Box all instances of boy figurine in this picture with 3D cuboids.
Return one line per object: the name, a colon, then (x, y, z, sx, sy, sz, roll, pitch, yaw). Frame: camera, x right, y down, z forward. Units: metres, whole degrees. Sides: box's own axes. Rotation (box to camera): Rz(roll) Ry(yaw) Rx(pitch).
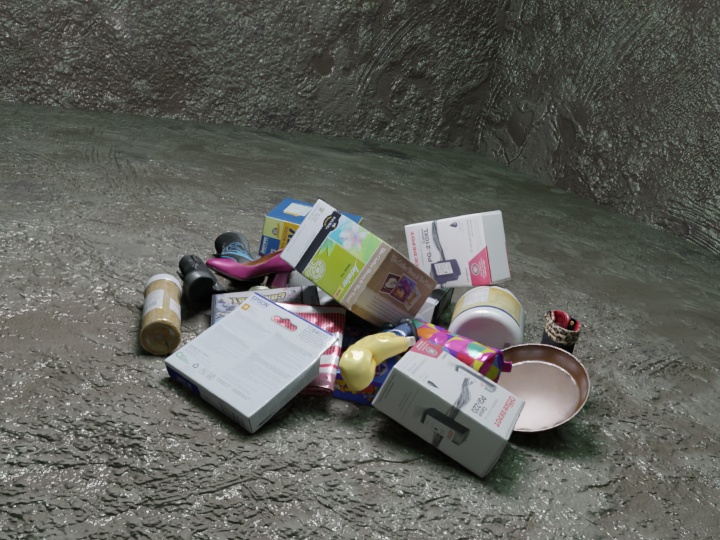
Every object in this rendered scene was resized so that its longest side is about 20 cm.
boy figurine: (0.030, 0.133, 1.229, 0.124, 0.065, 0.200, -18, 7, 29)

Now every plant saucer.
plant saucer: (0.290, 0.206, 1.287, 0.200, 0.035, 0.200, -12, 36, 9)

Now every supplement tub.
supplement tub: (0.248, 0.113, 1.468, 0.144, 0.145, 0.200, 16, 19, 8)

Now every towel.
towel: (-0.103, 0.123, 1.245, 0.144, 0.023, 0.200, 3, 39, 5)

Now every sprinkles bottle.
sprinkles bottle: (-0.347, 0.073, 1.314, 0.068, 0.068, 0.200, 7, 20, -16)

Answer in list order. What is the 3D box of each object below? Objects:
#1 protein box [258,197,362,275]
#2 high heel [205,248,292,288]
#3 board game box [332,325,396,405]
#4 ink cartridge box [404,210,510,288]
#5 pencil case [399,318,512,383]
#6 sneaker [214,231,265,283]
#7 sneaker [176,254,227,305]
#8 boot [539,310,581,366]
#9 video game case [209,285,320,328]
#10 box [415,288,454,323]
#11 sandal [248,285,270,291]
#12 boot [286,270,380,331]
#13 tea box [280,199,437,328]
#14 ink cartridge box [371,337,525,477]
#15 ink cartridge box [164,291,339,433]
protein box: (-0.115, -0.063, 1.746, 0.198, 0.135, 0.200, 14, 19, 4)
high heel: (-0.223, -0.024, 1.543, 0.200, 0.096, 0.067, 15, 0, -45)
board game box: (-0.007, 0.161, 1.319, 0.134, 0.045, 0.200, 14, 19, 2)
ink cartridge box: (0.200, -0.039, 1.577, 0.200, 0.145, 0.084, -7, 3, 43)
pencil case: (0.159, 0.149, 1.318, 0.200, 0.089, 0.088, 21, 20, 40)
sneaker: (-0.282, -0.034, 1.650, 0.082, 0.073, 0.200, -1, 23, -36)
sneaker: (-0.316, 0.012, 1.432, 0.104, 0.060, 0.200, 45, -3, 14)
boot: (0.362, 0.148, 1.430, 0.073, 0.151, 0.200, 15, 18, 7)
video game case: (-0.168, 0.087, 1.352, 0.199, 0.026, 0.181, -5, 29, -7)
box: (0.133, 0.057, 1.682, 0.116, 0.060, 0.200, 19, 20, 16)
sandal: (-0.161, 0.065, 1.471, 0.080, 0.057, 0.201, -1, 22, -40)
boot: (-0.045, 0.057, 1.572, 0.181, 0.073, 0.200, 5, 15, -24)
tea box: (0.000, 0.000, 1.371, 0.197, 0.134, 0.200, 34, 0, 35)
ink cartridge box: (0.140, 0.207, 1.165, 0.200, 0.085, 0.146, 33, 24, 12)
ink cartridge box: (-0.167, 0.137, 1.176, 0.199, 0.041, 0.200, 26, 50, 33)
